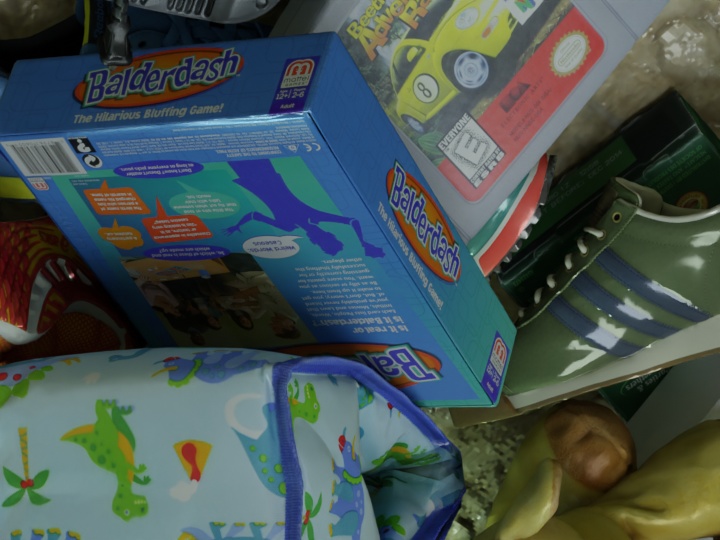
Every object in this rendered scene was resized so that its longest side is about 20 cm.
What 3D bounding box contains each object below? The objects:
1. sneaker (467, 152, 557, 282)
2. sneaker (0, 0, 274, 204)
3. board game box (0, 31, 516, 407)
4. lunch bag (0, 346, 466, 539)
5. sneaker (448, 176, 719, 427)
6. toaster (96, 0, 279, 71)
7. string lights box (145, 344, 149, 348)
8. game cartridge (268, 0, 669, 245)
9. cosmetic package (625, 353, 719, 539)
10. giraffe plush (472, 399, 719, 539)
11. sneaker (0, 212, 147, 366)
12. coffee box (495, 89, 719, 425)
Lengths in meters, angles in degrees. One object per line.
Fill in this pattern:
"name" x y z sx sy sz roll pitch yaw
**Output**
"sneaker" 0.000 0.000 1.365 0.093 0.070 0.200 36 111 -8
"sneaker" -0.078 -0.085 1.276 0.199 0.066 0.079 -9 124 -10
"board game box" -0.041 -0.014 1.228 0.152 0.045 0.200 -2 142 27
"lunch bag" -0.065 0.095 1.236 0.169 0.200 0.128 -2 89 20
"sneaker" 0.122 0.002 1.347 0.200 0.067 0.090 -18 92 19
"toaster" -0.069 -0.191 1.166 0.113 0.129 0.201 9 120 -21
"string lights box" -0.145 0.119 1.399 0.102 0.059 0.200 18 117 -26
"game cartridge" 0.038 -0.100 1.273 0.133 0.041 0.200 43 81 -26
"cosmetic package" 0.209 0.041 1.399 0.082 0.051 0.200 25 114 -30
"giraffe plush" 0.092 0.144 1.305 0.199 0.162 0.173 -9 86 9
"sneaker" -0.150 0.013 1.269 0.077 0.073 0.200 -24 169 18
"coffee box" 0.162 0.019 1.430 0.123 0.044 0.200 -38 125 11
